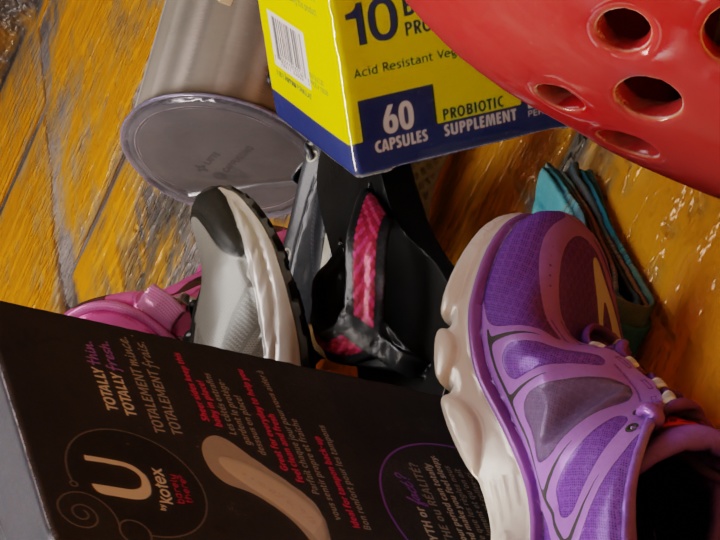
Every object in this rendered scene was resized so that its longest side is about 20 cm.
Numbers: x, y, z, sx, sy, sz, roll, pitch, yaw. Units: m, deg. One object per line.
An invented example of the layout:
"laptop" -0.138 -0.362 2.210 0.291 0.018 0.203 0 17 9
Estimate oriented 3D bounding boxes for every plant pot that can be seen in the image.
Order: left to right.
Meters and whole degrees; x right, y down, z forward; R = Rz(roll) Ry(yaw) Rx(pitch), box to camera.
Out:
"plant pot" 0.083 -0.145 0.831 0.200 0.182 0.201 -160 90 -77

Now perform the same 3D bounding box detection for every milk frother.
"milk frother" -0.078 -0.166 1.379 0.180 0.200 0.189 -40 32 53

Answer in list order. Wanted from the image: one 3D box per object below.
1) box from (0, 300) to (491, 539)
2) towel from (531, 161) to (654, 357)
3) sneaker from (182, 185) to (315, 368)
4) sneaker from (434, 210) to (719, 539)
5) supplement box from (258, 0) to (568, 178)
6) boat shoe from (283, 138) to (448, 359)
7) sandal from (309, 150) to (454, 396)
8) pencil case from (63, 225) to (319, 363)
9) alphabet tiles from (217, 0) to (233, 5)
"box" -0.047 0.102 0.856 0.106 0.199 0.122 -59 34 26
"towel" 0.046 0.068 0.963 0.200 0.022 0.147 -63 15 18
"sneaker" -0.053 0.054 1.025 0.074 0.079 0.201 76 -176 -61
"sneaker" 0.082 0.056 0.794 0.083 0.081 0.200 -38 41 28
"supplement box" 0.017 -0.154 1.005 0.110 0.108 0.201 -140 38 -65
"boat shoe" 0.002 -0.049 1.169 0.062 0.074 0.201 -12 61 48
"sandal" 0.000 0.000 1.042 0.075 0.045 0.200 -57 33 33
"pencil case" -0.072 0.031 1.178 0.094 0.091 0.200 -67 -11 19
"alphabet tiles" -0.018 -0.212 0.861 0.200 0.008 0.167 -97 30 -46
